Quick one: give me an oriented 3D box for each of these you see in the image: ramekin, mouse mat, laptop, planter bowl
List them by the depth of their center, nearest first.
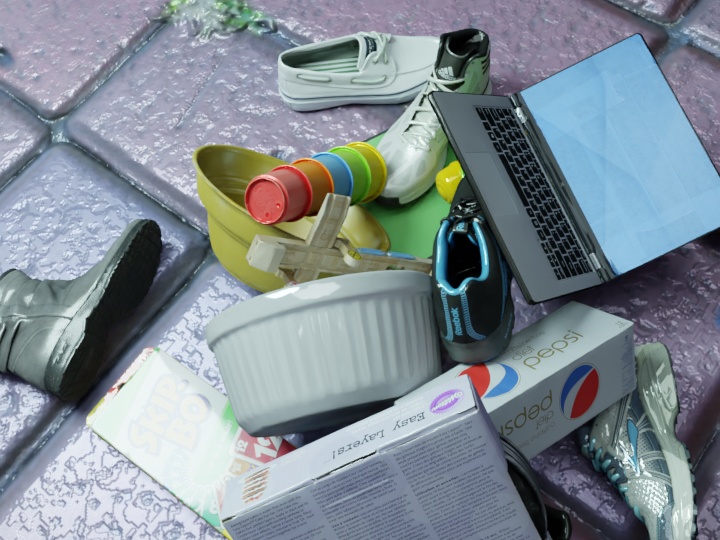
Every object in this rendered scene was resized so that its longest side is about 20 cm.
[{"bbox_3d":[0.186,-0.092,0.727,0.199,0.116,0.189,-9,70,-50],"label":"laptop"},{"bbox_3d":[-0.024,0.074,0.731,0.200,0.203,0.095,-13,76,-1],"label":"ramekin"},{"bbox_3d":[-0.077,-0.033,0.828,0.200,0.200,0.084,36,112,21],"label":"planter bowl"},{"bbox_3d":[0.072,-0.092,0.912,0.198,0.008,0.162,-27,63,-8],"label":"mouse mat"}]

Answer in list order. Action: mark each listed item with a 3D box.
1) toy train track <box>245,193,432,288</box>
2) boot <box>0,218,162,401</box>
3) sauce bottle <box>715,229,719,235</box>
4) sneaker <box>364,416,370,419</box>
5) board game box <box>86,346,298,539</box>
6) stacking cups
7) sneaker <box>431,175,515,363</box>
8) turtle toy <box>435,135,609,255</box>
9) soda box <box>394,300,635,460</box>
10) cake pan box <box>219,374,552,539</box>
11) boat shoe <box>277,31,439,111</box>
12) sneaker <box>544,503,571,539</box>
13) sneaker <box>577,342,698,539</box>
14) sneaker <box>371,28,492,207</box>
[{"bbox_3d":[0.000,0.000,0.739,0.198,0.115,0.033,6,32,-37],"label":"toy train track"},{"bbox_3d":[-0.288,0.018,0.857,0.130,0.070,0.201,17,61,20],"label":"boot"},{"bbox_3d":[0.378,-0.045,0.825,0.199,0.066,0.066,27,68,19],"label":"sauce bottle"},{"bbox_3d":[-0.015,0.208,0.715,0.078,0.089,0.202,19,66,13],"label":"sneaker"},{"bbox_3d":[-0.151,0.151,0.796,0.199,0.030,0.096,31,69,22],"label":"board game box"},{"bbox_3d":[-0.040,-0.079,0.781,0.060,0.200,0.061,5,102,24],"label":"stacking cups"},{"bbox_3d":[0.099,-0.026,0.721,0.072,0.082,0.201,-7,45,19],"label":"sneaker"},{"bbox_3d":[0.171,-0.073,0.835,0.145,0.101,0.201,-30,75,-10],"label":"turtle toy"},{"bbox_3d":[0.125,0.097,0.692,0.199,0.064,0.068,-24,28,-28],"label":"soda box"},{"bbox_3d":[0.032,0.188,0.612,0.198,0.185,0.052,-26,23,9],"label":"cake pan box"},{"bbox_3d":[0.008,-0.220,0.951,0.198,0.067,0.074,-16,62,-3],"label":"boat shoe"},{"bbox_3d":[0.069,0.184,0.682,0.198,0.080,0.072,13,60,-18],"label":"sneaker"},{"bbox_3d":[0.227,0.160,0.737,0.085,0.078,0.202,-9,54,14],"label":"sneaker"},{"bbox_3d":[0.066,-0.165,0.881,0.075,0.116,0.201,29,68,18],"label":"sneaker"}]
